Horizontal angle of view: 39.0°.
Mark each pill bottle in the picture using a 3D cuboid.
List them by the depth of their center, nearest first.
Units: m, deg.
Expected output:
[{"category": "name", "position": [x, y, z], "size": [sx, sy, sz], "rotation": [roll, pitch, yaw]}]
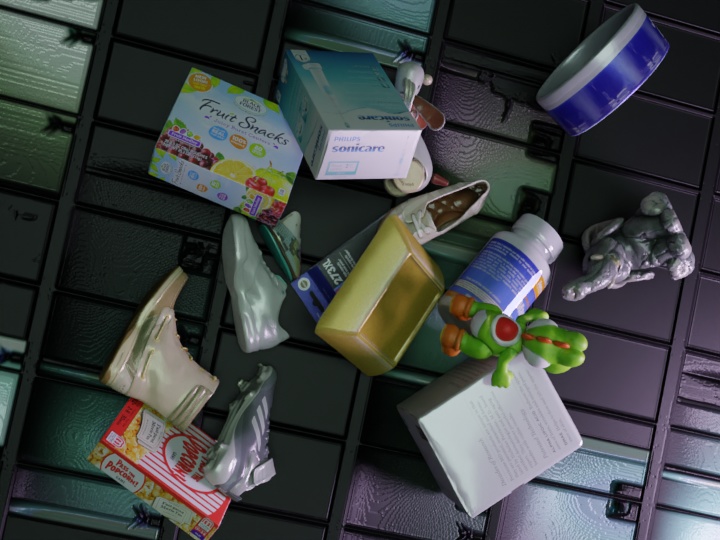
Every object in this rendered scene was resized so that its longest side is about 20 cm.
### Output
[{"category": "pill bottle", "position": [0.215, 0.014, 1.530], "size": [0.112, 0.112, 0.200], "rotation": [44, 76, -6]}]

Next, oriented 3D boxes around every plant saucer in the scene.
[{"category": "plant saucer", "position": [0.045, 0.050, 1.472], "size": [0.048, 0.200, 0.202], "rotation": [30, 82, 34]}]

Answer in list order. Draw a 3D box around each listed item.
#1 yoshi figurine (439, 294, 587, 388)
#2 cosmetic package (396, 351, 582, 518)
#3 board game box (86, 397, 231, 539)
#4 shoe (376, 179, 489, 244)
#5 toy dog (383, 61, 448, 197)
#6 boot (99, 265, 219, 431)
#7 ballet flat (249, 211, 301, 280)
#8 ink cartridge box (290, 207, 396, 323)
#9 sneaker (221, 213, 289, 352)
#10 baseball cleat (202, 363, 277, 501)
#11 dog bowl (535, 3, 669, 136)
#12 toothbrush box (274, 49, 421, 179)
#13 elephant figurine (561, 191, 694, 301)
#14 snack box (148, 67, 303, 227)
[{"category": "yoshi figurine", "position": [0.217, 0.099, 1.400], "size": [0.196, 0.112, 0.115], "rotation": [13, 116, 24]}, {"category": "cosmetic package", "position": [0.184, 0.226, 1.499], "size": [0.198, 0.165, 0.167], "rotation": [-31, 93, -8]}, {"category": "board game box", "position": [-0.267, 0.270, 1.431], "size": [0.199, 0.152, 0.046], "rotation": [38, 113, -8]}, {"category": "shoe", "position": [0.111, -0.088, 1.527], "size": [0.198, 0.053, 0.071], "rotation": [-27, 90, -23]}, {"category": "toy dog", "position": [0.092, -0.199, 1.517], "size": [0.094, 0.132, 0.204], "rotation": [4, 114, -9]}, {"category": "boot", "position": [-0.264, 0.112, 1.469], "size": [0.154, 0.073, 0.202], "rotation": [35, 62, -15]}, {"category": "ballet flat", "position": [-0.134, -0.083, 1.507], "size": [0.071, 0.069, 0.201], "rotation": [-38, 92, -16]}, {"category": "ink cartridge box", "position": [0.000, 0.000, 1.541], "size": [0.198, 0.037, 0.095], "rotation": [-36, 94, -6]}, {"category": "sneaker", "position": [-0.151, 0.014, 1.505], "size": [0.087, 0.075, 0.205], "rotation": [-11, 97, -22]}, {"category": "baseball cleat", "position": [-0.155, 0.238, 1.472], "size": [0.106, 0.069, 0.202], "rotation": [43, 53, -19]}, {"category": "dog bowl", "position": [0.360, -0.299, 1.521], "size": [0.079, 0.200, 0.200], "rotation": [44, 83, -8]}, {"category": "toothbrush box", "position": [-0.021, -0.223, 1.443], "size": [0.144, 0.201, 0.086], "rotation": [-4, 133, -26]}, {"category": "elephant figurine", "position": [0.399, -0.028, 1.565], "size": [0.197, 0.155, 0.144], "rotation": [-27, 56, 16]}, {"category": "snack box", "position": [-0.183, -0.178, 1.460], "size": [0.197, 0.068, 0.171], "rotation": [24, 52, -9]}]
